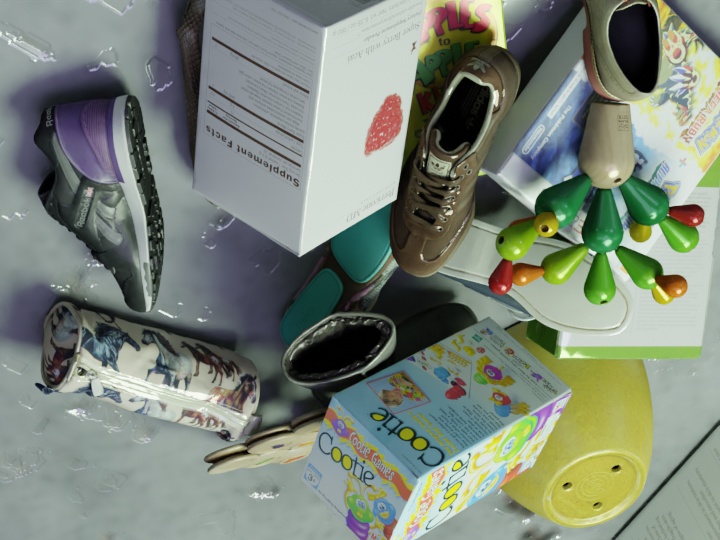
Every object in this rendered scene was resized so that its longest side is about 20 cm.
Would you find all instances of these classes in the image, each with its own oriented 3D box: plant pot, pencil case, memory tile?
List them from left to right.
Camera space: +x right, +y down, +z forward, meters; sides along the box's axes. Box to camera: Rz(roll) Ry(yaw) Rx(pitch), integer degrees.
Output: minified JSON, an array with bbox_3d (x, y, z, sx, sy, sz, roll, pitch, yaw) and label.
[{"bbox_3d":[-0.180,0.092,1.413,0.200,0.089,0.078,20,119,-31],"label":"pencil case"},{"bbox_3d":[-0.030,0.143,1.471,0.200,0.017,0.153,-24,165,26],"label":"memory tile"},{"bbox_3d":[0.200,0.161,1.557,0.200,0.142,0.200,-9,131,-11],"label":"plant pot"}]

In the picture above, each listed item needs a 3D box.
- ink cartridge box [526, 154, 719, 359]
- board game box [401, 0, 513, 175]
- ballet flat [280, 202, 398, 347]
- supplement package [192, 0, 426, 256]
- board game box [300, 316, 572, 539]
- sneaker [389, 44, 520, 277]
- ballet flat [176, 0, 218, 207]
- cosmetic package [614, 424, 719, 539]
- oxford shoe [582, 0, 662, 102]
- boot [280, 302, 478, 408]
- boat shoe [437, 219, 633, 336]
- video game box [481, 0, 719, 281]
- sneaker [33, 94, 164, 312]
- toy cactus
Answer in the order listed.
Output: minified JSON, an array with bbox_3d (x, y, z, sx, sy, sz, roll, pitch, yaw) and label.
[{"bbox_3d":[0.240,-0.025,1.471,0.148,0.076,0.200,1,103,-18],"label":"ink cartridge box"},{"bbox_3d":[0.065,-0.163,1.314,0.101,0.048,0.200,-15,131,-5],"label":"board game box"},{"bbox_3d":[0.000,0.000,1.420,0.071,0.069,0.200,-7,142,-45],"label":"ballet flat"},{"bbox_3d":[-0.040,-0.137,1.226,0.121,0.120,0.200,-33,143,-40],"label":"supplement package"},{"bbox_3d":[0.064,0.137,1.361,0.200,0.105,0.103,-23,145,-42],"label":"board game box"},{"bbox_3d":[0.061,-0.083,1.277,0.070,0.076,0.200,25,110,16],"label":"sneaker"},{"bbox_3d":[-0.116,-0.134,1.285,0.067,0.046,0.200,-39,145,-30],"label":"ballet flat"},{"bbox_3d":[0.410,0.300,1.722,0.166,0.167,0.200,20,120,-31],"label":"cosmetic package"},{"bbox_3d":[0.200,-0.227,1.249,0.070,0.075,0.200,-18,102,-8],"label":"oxford shoe"},{"bbox_3d":[0.022,0.062,1.400,0.182,0.073,0.200,-30,161,-6],"label":"boot"},{"bbox_3d":[0.140,0.005,1.404,0.200,0.062,0.075,17,90,12],"label":"boat shoe"},{"bbox_3d":[0.216,-0.117,1.358,0.182,0.047,0.200,35,91,-36],"label":"video game box"},{"bbox_3d":[-0.211,-0.053,1.311,0.087,0.076,0.200,-3,126,3],"label":"sneaker"},{"bbox_3d":[0.196,-0.051,1.302,0.200,0.102,0.165,-1,101,-18],"label":"toy cactus"}]
